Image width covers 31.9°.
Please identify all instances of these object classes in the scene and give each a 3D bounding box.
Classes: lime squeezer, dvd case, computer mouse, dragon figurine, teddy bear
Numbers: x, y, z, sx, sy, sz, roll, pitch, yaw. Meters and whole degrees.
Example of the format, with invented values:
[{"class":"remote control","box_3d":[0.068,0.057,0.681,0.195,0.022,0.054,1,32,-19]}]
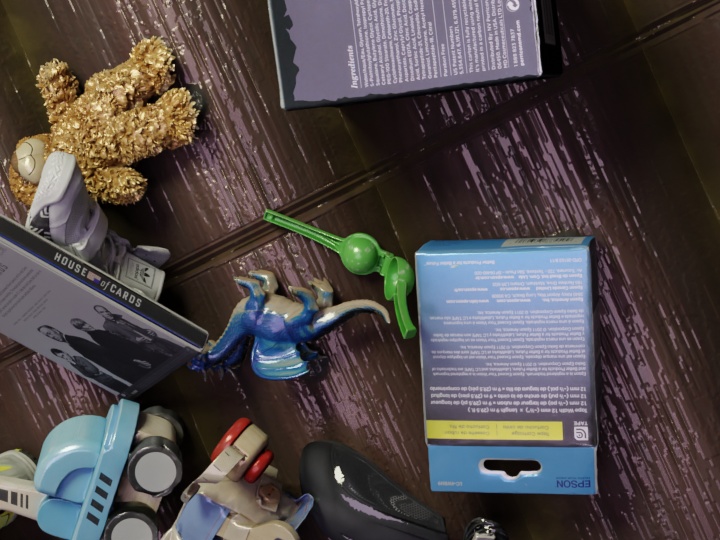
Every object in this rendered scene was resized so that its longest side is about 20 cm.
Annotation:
[{"class":"lime squeezer","box_3d":[0.000,0.000,1.053,0.200,0.070,0.038,40,139,38]},{"class":"dvd case","box_3d":[-0.246,0.037,1.061,0.199,0.025,0.150,33,144,-21]},{"class":"computer mouse","box_3d":[0.022,0.218,1.063,0.198,0.053,0.139,31,142,14]},{"class":"dragon figurine","box_3d":[-0.062,0.058,1.079,0.197,0.059,0.101,7,103,18]},{"class":"teddy bear","box_3d":[-0.231,-0.119,1.092,0.197,0.067,0.147,-12,94,16]}]

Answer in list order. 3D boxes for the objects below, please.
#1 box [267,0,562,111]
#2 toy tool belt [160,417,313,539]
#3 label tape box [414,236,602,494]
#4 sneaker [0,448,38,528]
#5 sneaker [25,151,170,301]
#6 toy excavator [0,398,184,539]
[{"class":"box","box_3d":[0.046,-0.188,0.964,0.197,0.148,0.109,-6,97,15]},{"class":"toy tool belt","box_3d":[-0.088,0.220,1.059,0.122,0.125,0.201,37,133,7]},{"class":"label tape box","box_3d":[0.124,0.076,1.031,0.141,0.066,0.203,-1,101,16]},{"class":"sneaker","box_3d":[-0.391,0.235,1.188,0.199,0.076,0.076,-36,90,18]},{"class":"sneaker","box_3d":[-0.219,-0.021,1.063,0.113,0.076,0.201,12,144,-6]},{"class":"toy excavator","box_3d":[-0.270,0.193,1.103,0.197,0.100,0.197,19,102,-11]}]
